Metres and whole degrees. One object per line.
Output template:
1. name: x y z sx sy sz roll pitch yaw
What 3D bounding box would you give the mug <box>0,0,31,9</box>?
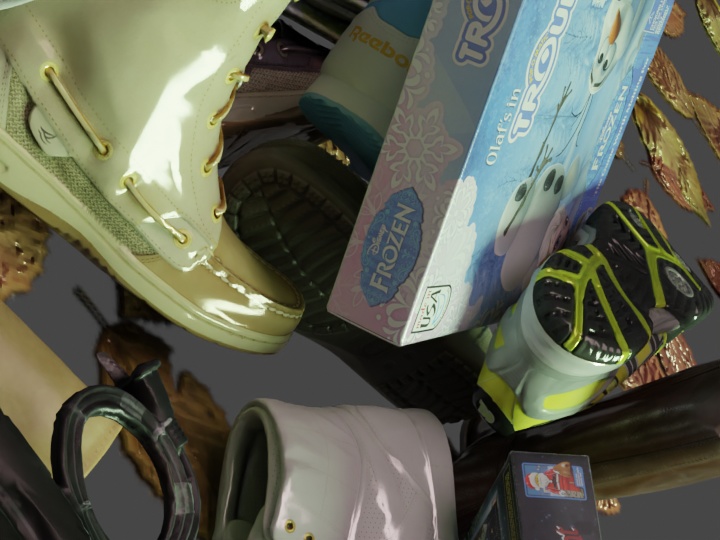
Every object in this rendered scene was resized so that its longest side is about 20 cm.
1. mug: -0.189 -0.205 0.656 0.148 0.198 0.177 72 11 -65

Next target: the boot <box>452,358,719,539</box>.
1. boot: 0.132 0.077 0.864 0.065 0.199 0.186 59 31 -4

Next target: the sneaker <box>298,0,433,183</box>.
1. sneaker: 0.034 -0.072 0.848 0.076 0.081 0.200 33 -4 15

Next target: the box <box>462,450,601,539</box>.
1. box: 0.072 0.198 0.743 0.037 0.137 0.202 5 53 -13

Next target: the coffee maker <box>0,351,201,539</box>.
1. coffee maker: -0.157 0.116 0.410 0.191 0.199 0.136 -1 67 -53

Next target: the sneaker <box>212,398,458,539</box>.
1. sneaker: -0.010 0.150 0.738 0.115 0.074 0.202 11 57 -36

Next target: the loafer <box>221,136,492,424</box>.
1. loafer: 0.000 0.000 0.867 0.200 0.075 0.069 48 30 -36

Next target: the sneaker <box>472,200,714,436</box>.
1. sneaker: 0.108 0.022 0.843 0.076 0.076 0.199 50 28 13

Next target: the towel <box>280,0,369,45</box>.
1. towel: -0.037 -0.179 0.918 0.171 0.048 0.200 26 21 -43

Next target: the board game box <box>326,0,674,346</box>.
1. board game box: 0.075 -0.073 0.797 0.043 0.202 0.199 25 14 23

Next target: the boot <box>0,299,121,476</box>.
1. boot: -0.152 -0.013 0.592 0.200 0.175 0.066 49 -5 -13

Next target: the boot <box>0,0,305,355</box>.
1. boot: -0.062 -0.068 0.741 0.200 0.156 0.073 39 9 -27

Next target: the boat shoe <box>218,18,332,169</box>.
1. boat shoe: -0.045 -0.093 0.877 0.199 0.072 0.065 -19 83 -54
